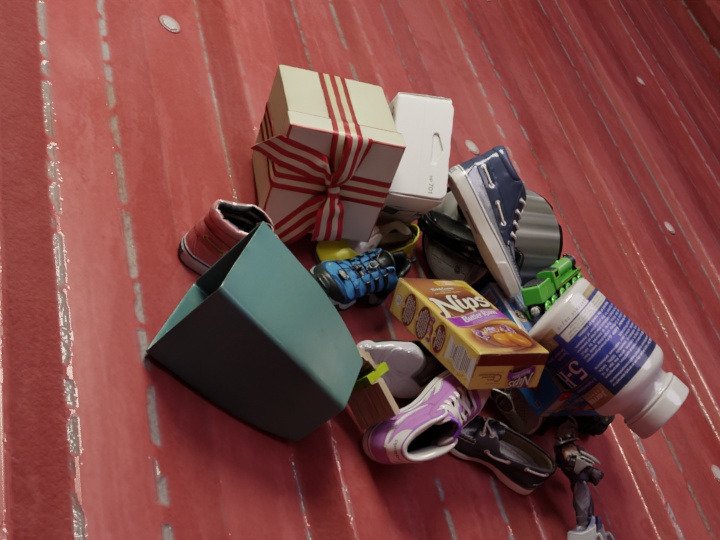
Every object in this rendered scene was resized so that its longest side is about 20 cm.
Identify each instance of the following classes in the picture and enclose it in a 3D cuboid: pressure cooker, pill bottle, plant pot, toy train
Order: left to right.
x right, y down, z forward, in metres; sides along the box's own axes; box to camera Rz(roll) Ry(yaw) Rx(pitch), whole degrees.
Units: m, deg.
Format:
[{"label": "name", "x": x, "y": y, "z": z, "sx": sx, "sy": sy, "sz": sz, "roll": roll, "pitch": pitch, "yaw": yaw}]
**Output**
[{"label": "plant pot", "x": -0.104, "y": 0.084, "z": 1.097, "sx": 0.200, "sy": 0.141, "sz": 0.142, "roll": 45, "pitch": 33, "yaw": -13}, {"label": "pressure cooker", "x": 0.190, "y": -0.048, "z": 1.496, "sx": 0.199, "sy": 0.175, "sz": 0.181, "roll": 2, "pitch": 70, "yaw": -43}, {"label": "toy train", "x": 0.283, "y": 0.021, "z": 1.428, "sx": 0.200, "sy": 0.041, "sz": 0.057, "roll": -28, "pitch": 102, "yaw": -58}, {"label": "pill bottle", "x": 0.324, "y": 0.119, "z": 1.276, "sx": 0.200, "sy": 0.120, "sz": 0.120, "roll": 43, "pitch": 34, "yaw": 7}]

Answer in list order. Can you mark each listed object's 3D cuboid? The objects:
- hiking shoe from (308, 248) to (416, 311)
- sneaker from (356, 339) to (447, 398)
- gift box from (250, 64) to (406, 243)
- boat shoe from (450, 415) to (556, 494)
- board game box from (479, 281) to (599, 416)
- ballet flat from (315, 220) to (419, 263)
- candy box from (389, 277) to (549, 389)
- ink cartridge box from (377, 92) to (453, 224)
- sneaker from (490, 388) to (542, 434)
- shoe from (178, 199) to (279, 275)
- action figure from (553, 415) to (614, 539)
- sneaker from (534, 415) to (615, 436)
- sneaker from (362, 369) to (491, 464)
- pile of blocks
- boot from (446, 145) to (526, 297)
[{"label": "hiking shoe", "x": 0.000, "y": 0.000, "z": 1.301, "sx": 0.075, "sy": 0.087, "sz": 0.200, "roll": 53, "pitch": 21, "yaw": 13}, {"label": "sneaker", "x": 0.077, "y": 0.117, "z": 1.311, "sx": 0.198, "sy": 0.076, "sz": 0.114, "roll": 13, "pitch": 23, "yaw": -16}, {"label": "gift box", "x": -0.064, "y": -0.149, "z": 1.323, "sx": 0.198, "sy": 0.186, "sz": 0.188, "roll": 4, "pitch": 38, "yaw": -17}, {"label": "boat shoe", "x": 0.175, "y": 0.229, "z": 1.301, "sx": 0.199, "sy": 0.060, "sz": 0.074, "roll": 37, "pitch": 36, "yaw": -12}, {"label": "board game box", "x": 0.279, "y": 0.115, "z": 1.409, "sx": 0.195, "sy": 0.056, "sz": 0.201, "roll": 8, "pitch": 42, "yaw": -43}, {"label": "ballet flat", "x": 0.017, "y": -0.044, "z": 1.412, "sx": 0.199, "sy": 0.067, "sz": 0.067, "roll": -7, "pitch": 61, "yaw": -50}, {"label": "candy box", "x": 0.137, "y": 0.079, "z": 1.271, "sx": 0.116, "sy": 0.057, "sz": 0.200, "roll": 2, "pitch": 24, "yaw": -33}, {"label": "ink cartridge box", "x": 0.064, "y": -0.157, "z": 1.413, "sx": 0.085, "sy": 0.200, "sz": 0.148, "roll": 7, "pitch": 81, "yaw": -9}, {"label": "sneaker", "x": 0.182, "y": 0.155, "z": 1.396, "sx": 0.081, "sy": 0.075, "sz": 0.201, "roll": -15, "pitch": 58, "yaw": -36}, {"label": "shoe", "x": -0.120, "y": -0.013, "z": 1.212, "sx": 0.199, "sy": 0.091, "sz": 0.072, "roll": 28, "pitch": 38, "yaw": -24}, {"label": "action figure", "x": 0.300, "y": 0.296, "z": 1.318, "sx": 0.130, "sy": 0.069, "sz": 0.202, "roll": 41, "pitch": 39, "yaw": -67}, {"label": "sneaker", "x": 0.321, "y": 0.215, "z": 1.456, "sx": 0.106, "sy": 0.075, "sz": 0.200, "roll": 47, "pitch": 33, "yaw": 8}, {"label": "sneaker", "x": 0.110, "y": 0.179, "z": 1.183, "sx": 0.200, "sy": 0.114, "sz": 0.073, "roll": -31, "pitch": 100, "yaw": -31}, {"label": "pile of blocks", "x": -0.022, "y": 0.103, "z": 1.187, "sx": 0.200, "sy": 0.082, "sz": 0.062, "roll": 41, "pitch": 34, "yaw": 11}, {"label": "boot", "x": 0.200, "y": -0.068, "z": 1.349, "sx": 0.201, "sy": 0.090, "sz": 0.073, "roll": 64, "pitch": -5, "yaw": -13}]
